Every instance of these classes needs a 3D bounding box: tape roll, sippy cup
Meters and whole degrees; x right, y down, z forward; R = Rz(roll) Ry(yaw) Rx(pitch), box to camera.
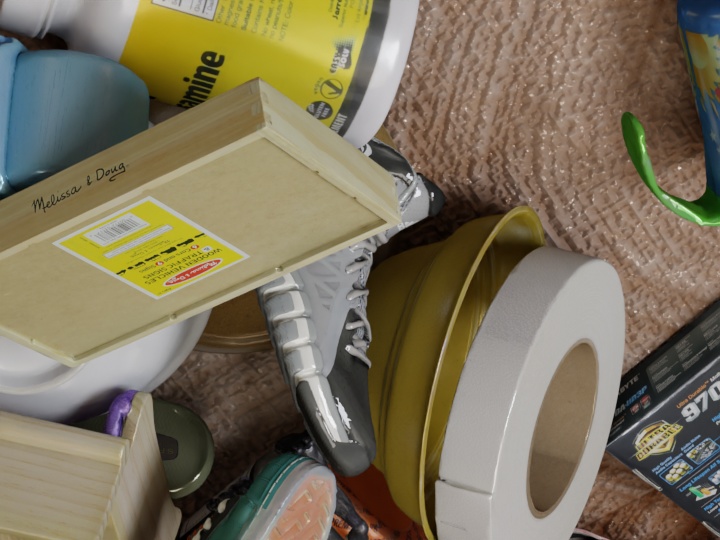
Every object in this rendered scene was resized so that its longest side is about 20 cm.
[{"bbox_3d":[0.102,0.087,1.165,0.037,0.203,0.204,15,130,23],"label":"tape roll"},{"bbox_3d":[0.235,-0.108,1.089,0.178,0.139,0.131,-44,120,-31],"label":"sippy cup"}]

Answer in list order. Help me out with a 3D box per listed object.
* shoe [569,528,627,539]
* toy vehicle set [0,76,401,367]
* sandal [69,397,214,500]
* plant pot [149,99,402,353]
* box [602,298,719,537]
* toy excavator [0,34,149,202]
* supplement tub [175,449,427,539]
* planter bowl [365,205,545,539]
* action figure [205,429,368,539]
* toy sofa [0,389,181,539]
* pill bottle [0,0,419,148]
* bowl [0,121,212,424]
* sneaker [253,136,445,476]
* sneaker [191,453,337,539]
[{"bbox_3d":[0.185,0.213,1.338,0.199,0.072,0.091,-16,132,8],"label":"shoe"},{"bbox_3d":[-0.096,-0.017,0.945,0.199,0.027,0.124,-23,151,21],"label":"toy vehicle set"},{"bbox_3d":[-0.181,0.098,1.188,0.199,0.081,0.057,1,170,-18],"label":"sandal"},{"bbox_3d":[-0.069,-0.027,1.154,0.198,0.028,0.201,-5,126,-7],"label":"plant pot"},{"bbox_3d":[0.270,0.079,1.271,0.159,0.046,0.200,36,113,-29],"label":"box"},{"bbox_3d":[-0.114,-0.051,0.982,0.198,0.101,0.194,-6,156,21],"label":"toy excavator"},{"bbox_3d":[-0.060,0.194,1.254,0.200,0.123,0.122,-40,122,20],"label":"supplement tub"},{"bbox_3d":[0.037,0.052,1.160,0.083,0.201,0.202,14,128,19],"label":"planter bowl"},{"bbox_3d":[-0.002,0.193,1.133,0.119,0.102,0.201,-35,96,0],"label":"action figure"},{"bbox_3d":[-0.161,0.140,1.131,0.082,0.098,0.200,11,152,8],"label":"toy sofa"},{"bbox_3d":[-0.079,-0.137,1.017,0.198,0.113,0.113,14,122,-14],"label":"pill bottle"},{"bbox_3d":[-0.179,0.006,1.085,0.199,0.090,0.203,1,111,2],"label":"bowl"},{"bbox_3d":[0.000,0.000,1.067,0.115,0.201,0.075,-20,167,-6],"label":"sneaker"},{"bbox_3d":[-0.089,0.174,1.076,0.071,0.080,0.201,17,106,-58],"label":"sneaker"}]
